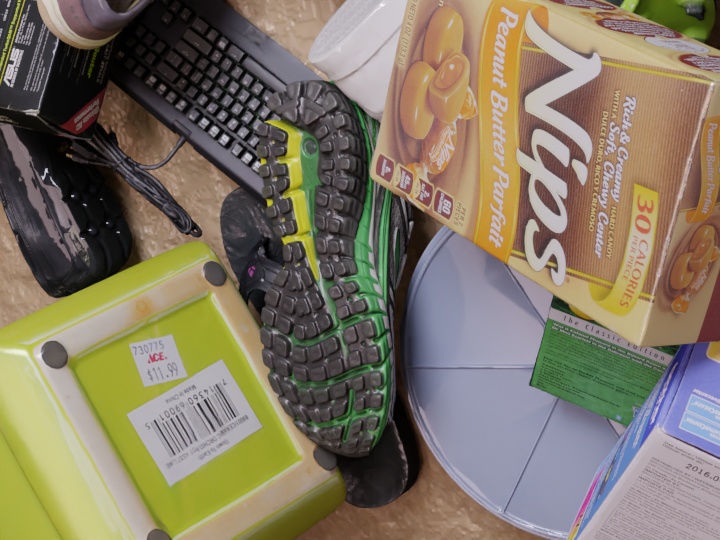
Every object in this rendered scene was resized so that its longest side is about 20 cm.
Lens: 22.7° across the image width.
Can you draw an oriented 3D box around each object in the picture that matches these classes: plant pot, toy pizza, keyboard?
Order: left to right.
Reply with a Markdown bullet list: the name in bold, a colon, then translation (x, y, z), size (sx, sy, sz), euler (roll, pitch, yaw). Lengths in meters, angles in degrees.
- **plant pot**: translation (-0.137, 0.108, 0.992), size (0.181, 0.200, 0.200), euler (-33, 86, 46)
- **keyboard**: translation (-0.095, -0.086, 1.024), size (0.200, 0.021, 0.127), euler (39, 96, 19)
- **toy pizza**: translation (0.115, 0.047, 0.941), size (0.199, 0.032, 0.202), euler (6, 105, 24)

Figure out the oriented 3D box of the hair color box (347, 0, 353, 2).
- **hair color box**: translation (0.010, -0.251, 0.922), size (0.101, 0.061, 0.201), euler (35, 118, 19)

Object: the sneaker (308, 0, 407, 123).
- **sneaker**: translation (0.082, -0.140, 0.907), size (0.200, 0.074, 0.116), euler (-43, 110, 11)

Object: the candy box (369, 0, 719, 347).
- **candy box**: translation (0.090, -0.060, 0.795), size (0.200, 0.055, 0.116), euler (36, 120, 48)

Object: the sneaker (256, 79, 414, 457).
- **sneaker**: translation (0.000, 0.000, 0.951), size (0.078, 0.085, 0.201), euler (5, 98, 36)

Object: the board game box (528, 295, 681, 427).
- **board game box**: translation (0.181, 0.061, 0.852), size (0.199, 0.024, 0.105), euler (23, 151, 10)

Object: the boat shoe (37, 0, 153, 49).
- **boat shoe**: translation (-0.104, -0.209, 0.949), size (0.065, 0.072, 0.201), euler (6, 66, 51)

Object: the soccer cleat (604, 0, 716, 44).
- **soccer cleat**: translation (0.129, -0.154, 0.832), size (0.067, 0.200, 0.081), euler (-9, 62, 0)

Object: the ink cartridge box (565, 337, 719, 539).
- **ink cartridge box**: translation (0.185, 0.101, 0.811), size (0.136, 0.077, 0.200), euler (25, 150, 4)

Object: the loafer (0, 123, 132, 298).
- **loafer**: translation (-0.207, -0.079, 1.088), size (0.070, 0.068, 0.202), euler (-26, 87, 34)

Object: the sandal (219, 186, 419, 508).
- **sandal**: translation (-0.027, 0.041, 1.020), size (0.075, 0.048, 0.201), euler (-28, 86, 33)

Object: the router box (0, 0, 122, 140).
- **router box**: translation (-0.202, -0.185, 1.018), size (0.149, 0.062, 0.201), euler (14, 85, 23)
